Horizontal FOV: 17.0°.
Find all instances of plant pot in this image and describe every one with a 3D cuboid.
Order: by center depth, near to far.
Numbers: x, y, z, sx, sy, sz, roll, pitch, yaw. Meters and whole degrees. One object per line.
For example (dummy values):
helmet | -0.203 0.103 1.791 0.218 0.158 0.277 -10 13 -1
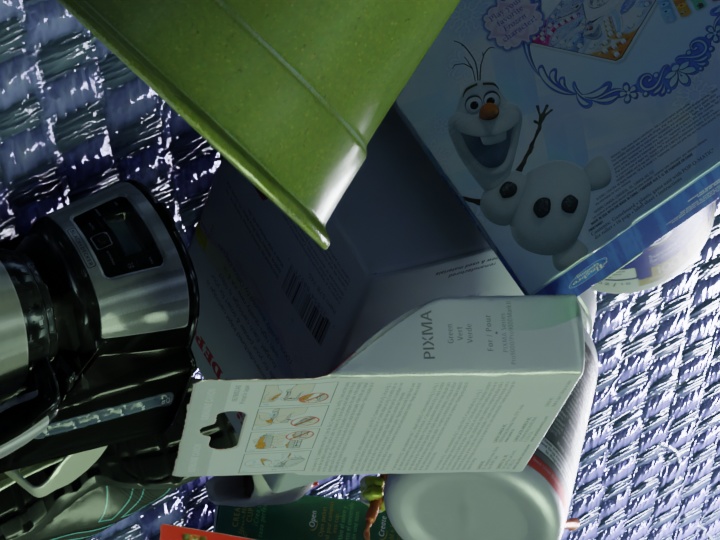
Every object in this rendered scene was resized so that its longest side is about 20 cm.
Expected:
plant pot | -0.026 -0.146 1.100 0.190 0.200 0.200 -47 152 0

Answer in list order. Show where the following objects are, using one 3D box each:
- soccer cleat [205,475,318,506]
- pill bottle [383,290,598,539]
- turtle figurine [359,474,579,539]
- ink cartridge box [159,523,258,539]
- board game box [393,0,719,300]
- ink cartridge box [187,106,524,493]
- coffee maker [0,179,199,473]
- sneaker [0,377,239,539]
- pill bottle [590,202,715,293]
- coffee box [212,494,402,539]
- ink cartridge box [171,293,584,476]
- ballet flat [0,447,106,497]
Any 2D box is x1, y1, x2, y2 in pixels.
soccer cleat | -0.047 0.097 1.569 0.077 0.070 0.201 -14 150 -28
pill bottle | 0.090 0.085 1.542 0.115 0.201 0.116 10 136 10
turtle figurine | 0.055 0.128 1.620 0.199 0.163 0.064 0 156 -41
ink cartridge box | -0.041 0.227 1.639 0.198 0.058 0.163 5 158 -4
board game box | 0.123 -0.110 1.278 0.199 0.200 0.043 -34 154 1
ink cartridge box | 0.000 0.000 1.376 0.144 0.146 0.201 -14 147 -33
coffee maker | -0.203 0.046 1.276 0.199 0.136 0.192 -14 170 -32
sneaker | -0.164 0.123 1.491 0.198 0.076 0.079 -19 160 -10
pill bottle | 0.148 -0.079 1.441 0.119 0.120 0.200 -32 153 -4
coffee box | -0.002 0.205 1.699 0.198 0.044 0.123 6 150 4
ink cartridge box | 0.005 0.063 1.263 0.198 0.051 0.161 1 157 -8
ballet flat | -0.215 0.113 1.409 0.199 0.070 0.070 -29 152 -10
